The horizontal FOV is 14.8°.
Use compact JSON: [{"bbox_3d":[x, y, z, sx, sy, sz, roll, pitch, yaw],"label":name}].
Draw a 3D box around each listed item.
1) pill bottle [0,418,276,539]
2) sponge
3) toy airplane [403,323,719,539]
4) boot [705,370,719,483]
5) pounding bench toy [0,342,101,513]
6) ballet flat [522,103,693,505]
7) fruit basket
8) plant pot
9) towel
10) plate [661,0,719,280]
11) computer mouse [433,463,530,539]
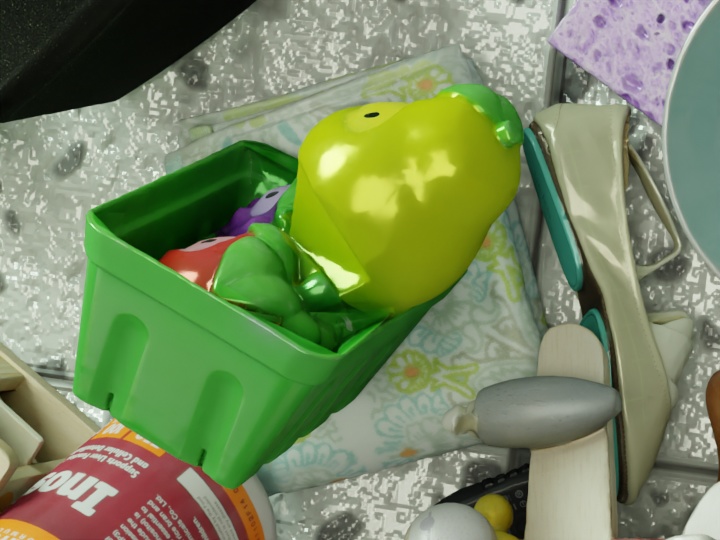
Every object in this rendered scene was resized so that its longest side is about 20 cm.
[{"bbox_3d":[-0.141,0.162,1.358,0.112,0.200,0.114,24,135,27],"label":"pill bottle"},{"bbox_3d":[0.194,-0.158,1.356,0.111,0.030,0.200,39,100,13],"label":"sponge"},{"bbox_3d":[0.084,0.145,1.269,0.200,0.141,0.200,-55,37,10],"label":"toy airplane"},{"bbox_3d":[0.161,0.156,1.347,0.154,0.074,0.201,-22,79,22],"label":"boot"},{"bbox_3d":[-0.261,0.080,1.424,0.200,0.156,0.125,39,100,13],"label":"pounding bench toy"},{"bbox_3d":[0.131,0.012,1.361,0.069,0.069,0.201,-14,85,16],"label":"ballet flat"},{"bbox_3d":[-0.021,-0.018,1.283,0.155,0.215,0.217,30,98,12],"label":"fruit basket"},{"bbox_3d":[-0.148,-0.187,1.380,0.199,0.200,0.178,44,112,11],"label":"plant pot"},{"bbox_3d":[0.000,0.000,1.404,0.170,0.048,0.201,-16,86,17],"label":"towel"},{"bbox_3d":[0.244,-0.066,1.327,0.199,0.026,0.202,1,101,4],"label":"plate"},{"bbox_3d":[0.034,0.145,1.401,0.199,0.034,0.059,-21,105,15],"label":"computer mouse"}]
